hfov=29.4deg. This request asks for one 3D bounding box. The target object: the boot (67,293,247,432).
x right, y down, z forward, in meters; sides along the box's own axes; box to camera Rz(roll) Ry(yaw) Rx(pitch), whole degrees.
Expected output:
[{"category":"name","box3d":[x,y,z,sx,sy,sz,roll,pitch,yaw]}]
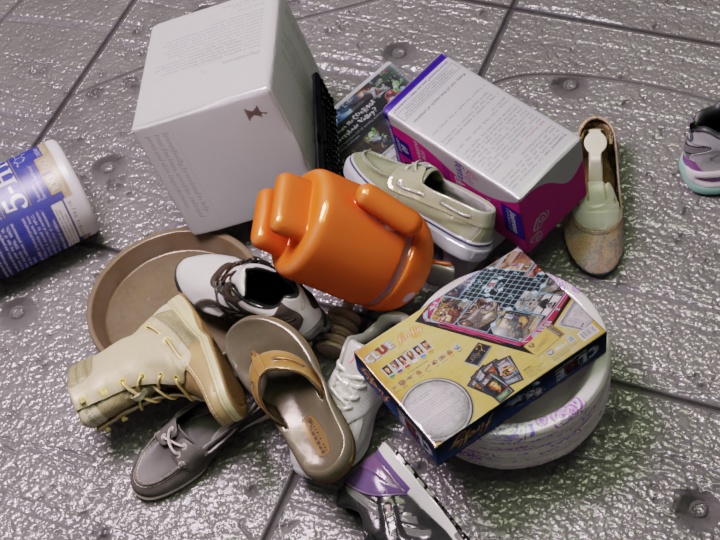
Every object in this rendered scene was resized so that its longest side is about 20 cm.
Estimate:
[{"category":"boot","box3d":[-0.207,0.118,1.370,0.155,0.073,0.200,-31,39,-7]}]

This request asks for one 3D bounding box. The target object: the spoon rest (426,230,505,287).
[{"category":"spoon rest","box3d":[0.118,-0.044,1.512,0.099,0.061,0.200,16,44,19]}]

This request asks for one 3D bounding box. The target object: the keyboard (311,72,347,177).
[{"category":"keyboard","box3d":[-0.023,-0.118,1.516,0.039,0.104,0.201,-8,57,9]}]

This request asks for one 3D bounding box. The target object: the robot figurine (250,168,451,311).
[{"category":"robot figurine","box3d":[-0.009,-0.029,1.376,0.199,0.144,0.117,22,20,-26]}]

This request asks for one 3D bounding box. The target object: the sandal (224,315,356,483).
[{"category":"sandal","box3d":[-0.073,0.118,1.333,0.080,0.054,0.200,-41,59,12]}]

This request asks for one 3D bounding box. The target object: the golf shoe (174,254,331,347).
[{"category":"golf shoe","box3d":[-0.120,0.012,1.437,0.199,0.095,0.078,20,61,29]}]

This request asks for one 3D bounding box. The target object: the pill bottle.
[{"category":"pill bottle","box3d":[-0.410,-0.054,1.555,0.199,0.120,0.120,-28,54,-12]}]

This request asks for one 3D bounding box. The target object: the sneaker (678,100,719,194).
[{"category":"sneaker","box3d":[0.447,-0.154,1.479,0.199,0.140,0.078,-11,52,1]}]

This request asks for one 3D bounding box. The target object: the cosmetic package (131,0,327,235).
[{"category":"cosmetic package","box3d":[-0.140,-0.180,1.545,0.164,0.165,0.201,-14,41,15]}]

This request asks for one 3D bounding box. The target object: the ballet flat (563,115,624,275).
[{"category":"ballet flat","box3d":[0.256,-0.090,1.508,0.068,0.067,0.201,-1,53,6]}]

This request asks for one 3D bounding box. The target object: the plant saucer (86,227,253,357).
[{"category":"plant saucer","box3d":[-0.201,0.038,1.509,0.199,0.030,0.201,-4,53,6]}]

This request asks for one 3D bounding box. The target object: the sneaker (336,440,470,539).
[{"category":"sneaker","box3d":[0.053,0.259,1.287,0.087,0.076,0.200,-40,52,-3]}]

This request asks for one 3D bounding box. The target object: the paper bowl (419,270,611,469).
[{"category":"paper bowl","box3d":[0.146,0.103,1.356,0.199,0.105,0.202,-5,53,6]}]

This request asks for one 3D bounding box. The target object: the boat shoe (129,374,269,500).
[{"category":"boat shoe","box3d":[-0.155,0.153,1.396,0.200,0.057,0.067,-35,56,-17]}]

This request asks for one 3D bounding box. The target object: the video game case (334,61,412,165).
[{"category":"video game case","box3d":[0.015,-0.129,1.582,0.200,0.023,0.182,-41,57,-6]}]

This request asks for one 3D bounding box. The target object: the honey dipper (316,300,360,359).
[{"category":"honey dipper","box3d":[0.000,0.000,1.482,0.038,0.038,0.201,11,64,17]}]

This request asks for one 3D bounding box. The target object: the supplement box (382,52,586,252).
[{"category":"supplement box","box3d":[0.133,-0.127,1.465,0.200,0.101,0.103,35,71,31]}]

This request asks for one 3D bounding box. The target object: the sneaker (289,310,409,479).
[{"category":"sneaker","box3d":[-0.010,0.115,1.374,0.078,0.100,0.200,23,60,24]}]

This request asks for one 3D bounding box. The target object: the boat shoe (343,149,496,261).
[{"category":"boat shoe","box3d":[0.067,-0.083,1.454,0.200,0.062,0.072,34,31,27]}]

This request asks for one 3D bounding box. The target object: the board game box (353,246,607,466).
[{"category":"board game box","box3d":[0.113,0.077,1.295,0.199,0.035,0.136,-31,54,-15]}]
